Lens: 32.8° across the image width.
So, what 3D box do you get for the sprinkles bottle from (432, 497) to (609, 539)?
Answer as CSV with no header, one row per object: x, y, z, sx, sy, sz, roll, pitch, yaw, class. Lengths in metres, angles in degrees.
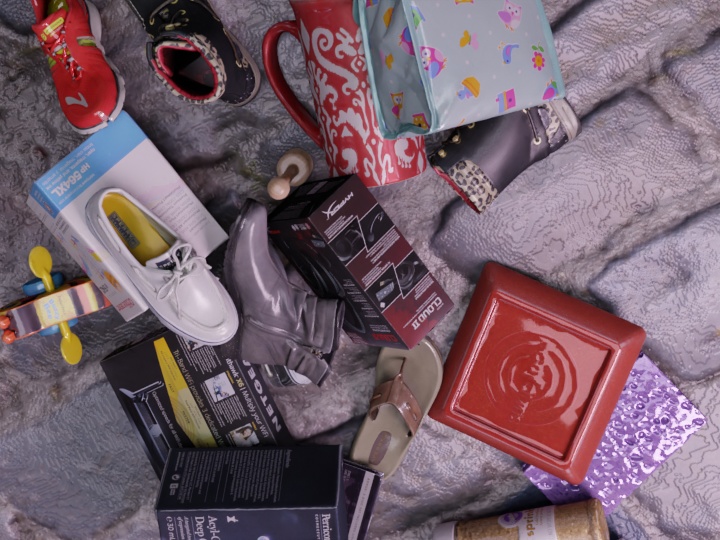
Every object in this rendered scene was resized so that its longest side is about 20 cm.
0.185,0.312,1.414,0.198,0.068,0.069,-13,102,17,sprinkles bottle

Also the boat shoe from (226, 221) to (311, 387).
-0.115,0.043,1.386,0.070,0.072,0.202,-21,93,23,boat shoe

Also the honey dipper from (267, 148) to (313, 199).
-0.078,-0.099,1.288,0.037,0.200,0.039,1,102,4,honey dipper

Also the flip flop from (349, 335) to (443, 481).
0.037,0.161,1.407,0.080,0.058,0.202,23,108,3,flip flop

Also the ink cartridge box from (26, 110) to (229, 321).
-0.246,-0.045,1.325,0.125,0.128,0.201,-42,97,-19,ink cartridge box

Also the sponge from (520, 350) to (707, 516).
0.293,0.200,1.421,0.111,0.030,0.200,43,101,-6,sponge

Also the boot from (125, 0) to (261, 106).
-0.194,-0.253,1.274,0.073,0.154,0.204,-42,92,13,boot

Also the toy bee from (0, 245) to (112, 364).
-0.361,0.054,1.385,0.199,0.109,0.131,-38,100,10,toy bee

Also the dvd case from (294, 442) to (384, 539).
-0.084,0.277,1.450,0.198,0.016,0.151,17,103,10,dvd case

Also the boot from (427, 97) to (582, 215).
0.124,-0.178,1.312,0.154,0.073,0.204,-42,101,-2,boot

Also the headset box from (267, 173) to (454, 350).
0.000,0.000,1.316,0.077,0.148,0.201,-42,107,-18,headset box

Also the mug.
-0.006,-0.202,1.320,0.132,0.177,0.203,-20,108,-30,mug

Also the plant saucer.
0.195,0.121,1.386,0.198,0.037,0.202,24,103,9,plant saucer

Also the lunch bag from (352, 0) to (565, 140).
0.088,-0.243,1.192,0.169,0.122,0.203,-18,97,-25,lunch bag

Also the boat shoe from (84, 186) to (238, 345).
-0.192,-0.007,1.226,0.075,0.086,0.203,-42,99,-19,boat shoe

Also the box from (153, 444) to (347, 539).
-0.115,0.285,1.357,0.197,0.107,0.150,-2,121,3,box

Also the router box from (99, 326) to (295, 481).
-0.186,0.157,1.411,0.156,0.052,0.202,-23,98,16,router box

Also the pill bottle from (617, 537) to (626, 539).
0.251,0.405,1.426,0.199,0.112,0.112,-40,98,10,pill bottle

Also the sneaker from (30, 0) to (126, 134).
-0.309,-0.228,1.285,0.076,0.085,0.201,-31,59,9,sneaker

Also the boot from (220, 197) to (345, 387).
-0.076,0.022,1.301,0.130,0.070,0.202,13,125,11,boot
